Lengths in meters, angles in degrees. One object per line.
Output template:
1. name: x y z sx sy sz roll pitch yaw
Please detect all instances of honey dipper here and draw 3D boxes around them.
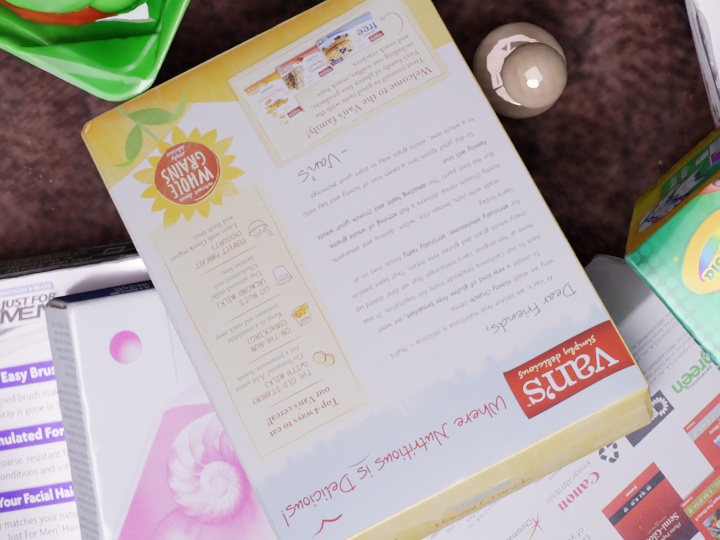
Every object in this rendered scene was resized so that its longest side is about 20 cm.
1. honey dipper: 0.059 -0.074 1.020 0.038 0.200 0.038 0 94 3

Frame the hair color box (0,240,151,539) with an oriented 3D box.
1. hair color box: -0.115 0.094 1.129 0.109 0.065 0.201 -9 99 6

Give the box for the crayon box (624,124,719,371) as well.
1. crayon box: 0.154 -0.032 0.945 0.119 0.200 0.058 -41 91 10

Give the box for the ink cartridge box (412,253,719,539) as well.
1. ink cartridge box: 0.086 0.126 1.065 0.200 0.084 0.176 -41 106 -12

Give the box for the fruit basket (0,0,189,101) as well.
1. fruit basket: -0.094 -0.171 1.023 0.155 0.216 0.216 25 99 1

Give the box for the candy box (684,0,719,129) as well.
1. candy box: 0.239 -0.064 1.071 0.199 0.072 0.169 -15 96 6

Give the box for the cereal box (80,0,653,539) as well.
1. cereal box: 0.000 0.000 1.019 0.143 0.040 0.201 -26 66 -3

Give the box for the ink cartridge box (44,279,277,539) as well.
1. ink cartridge box: -0.012 0.092 1.093 0.195 0.043 0.201 -11 96 -19
